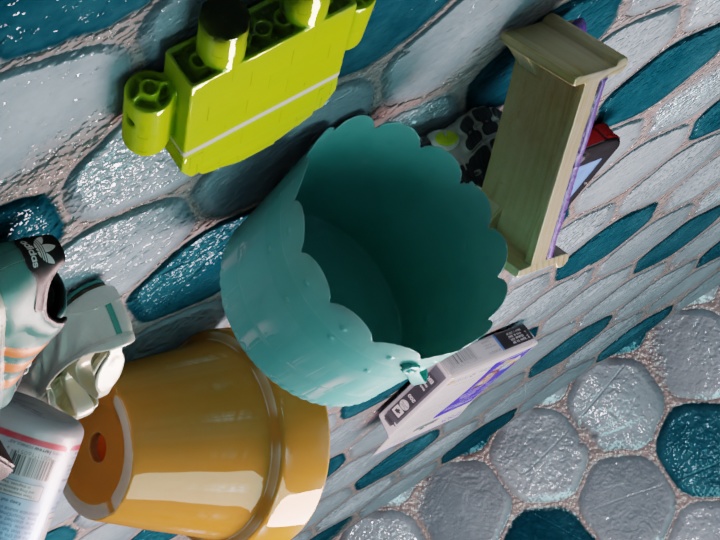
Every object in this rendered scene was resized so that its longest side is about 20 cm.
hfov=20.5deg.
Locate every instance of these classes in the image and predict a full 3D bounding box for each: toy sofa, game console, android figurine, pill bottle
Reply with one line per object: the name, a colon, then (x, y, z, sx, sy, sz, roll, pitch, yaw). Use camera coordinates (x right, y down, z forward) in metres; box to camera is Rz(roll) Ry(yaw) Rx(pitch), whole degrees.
toy sofa: (0.154, -0.102, 1.619, 0.098, 0.083, 0.200, -19, 134, -40)
game console: (0.165, -0.071, 2.035, 0.177, 0.031, 0.200, -27, 164, -31)
android figurine: (-0.069, -0.126, 1.261, 0.182, 0.041, 0.200, -30, 166, -17)
pill bottle: (-0.293, 0.192, 1.507, 0.200, 0.109, 0.109, -69, 164, 1)

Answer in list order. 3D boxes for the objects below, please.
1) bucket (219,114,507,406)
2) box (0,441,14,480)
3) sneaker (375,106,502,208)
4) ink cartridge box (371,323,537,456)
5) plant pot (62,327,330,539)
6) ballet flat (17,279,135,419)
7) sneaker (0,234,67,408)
bucket: (0.000, 0.000, 1.538, 0.207, 0.207, 0.135, -21, 169, -43)
box: (-0.331, 0.097, 1.150, 0.200, 0.164, 0.086, -34, 167, -5)
sneaker: (0.069, -0.090, 1.698, 0.200, 0.078, 0.080, -15, 176, -43)
ink cartridge box: (0.118, 0.161, 2.703, 0.198, 0.043, 0.200, -19, 158, -48)
plant pot: (-0.159, 0.149, 1.734, 0.183, 0.200, 0.200, 2, 145, -41)
ballet flat: (-0.226, 0.081, 1.557, 0.069, 0.069, 0.200, -24, 164, -36)
sneaker: (-0.238, 0.039, 1.367, 0.080, 0.071, 0.200, -24, 163, -22)
